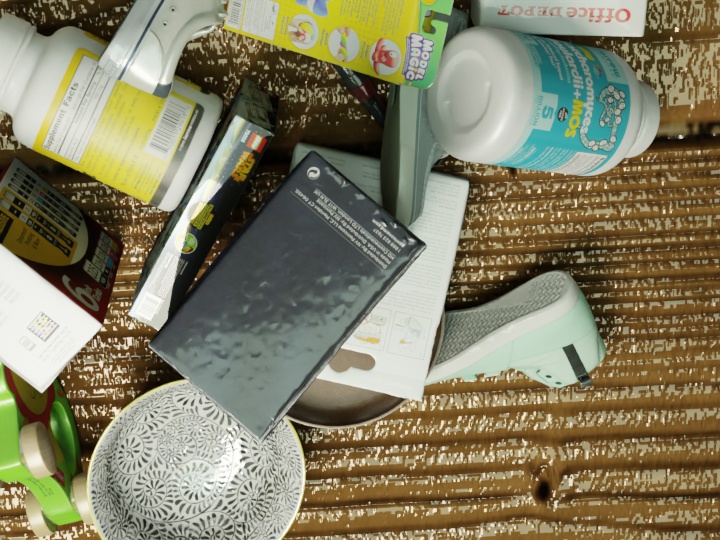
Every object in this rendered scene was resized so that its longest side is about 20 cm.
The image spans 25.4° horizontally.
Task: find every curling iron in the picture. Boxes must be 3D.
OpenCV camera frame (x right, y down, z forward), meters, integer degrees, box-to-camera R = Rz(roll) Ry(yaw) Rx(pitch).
[{"bbox_3d":[0.006,-0.171,1.405,0.050,0.026,0.200,-45,101,-8],"label":"curling iron"}]

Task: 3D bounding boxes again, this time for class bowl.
[{"bbox_3d":[-0.156,0.179,1.481,0.200,0.094,0.202,-3,107,-12],"label":"bowl"}]

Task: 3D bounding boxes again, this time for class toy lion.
[{"bbox_3d":[-0.300,0.119,1.435,0.068,0.192,0.200,-15,150,5],"label":"toy lion"}]

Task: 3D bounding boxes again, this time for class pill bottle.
[{"bbox_3d":[0.161,-0.139,1.345,0.199,0.111,0.111,3,114,-39],"label":"pill bottle"},{"bbox_3d":[-0.227,-0.140,1.362,0.199,0.111,0.112,26,107,-10],"label":"pill bottle"}]

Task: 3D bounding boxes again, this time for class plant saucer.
[{"bbox_3d":[-0.024,0.043,1.441,0.199,0.032,0.201,0,83,-3],"label":"plant saucer"}]

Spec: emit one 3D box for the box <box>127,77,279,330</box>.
[{"bbox_3d":[-0.134,-0.059,1.381,0.040,0.137,0.200,27,107,-11],"label":"box"}]

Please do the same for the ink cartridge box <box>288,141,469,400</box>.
[{"bbox_3d":[0.000,0.000,1.419,0.161,0.050,0.201,12,93,-2],"label":"ink cartridge box"}]

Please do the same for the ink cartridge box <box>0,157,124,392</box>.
[{"bbox_3d":[-0.300,-0.015,1.356,0.175,0.200,0.084,40,103,-16],"label":"ink cartridge box"}]

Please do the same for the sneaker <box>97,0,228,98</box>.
[{"bbox_3d":[-0.141,-0.233,1.327,0.071,0.073,0.200,33,79,-15],"label":"sneaker"}]

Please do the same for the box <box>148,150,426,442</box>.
[{"bbox_3d":[-0.060,0.019,1.292,0.123,0.200,0.199,39,88,-2],"label":"box"}]

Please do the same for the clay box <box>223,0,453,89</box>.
[{"bbox_3d":[-0.010,-0.230,1.323,0.199,0.048,0.115,20,110,20],"label":"clay box"}]

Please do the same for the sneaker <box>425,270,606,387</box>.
[{"bbox_3d":[0.129,0.087,1.478,0.200,0.074,0.118,-23,128,18],"label":"sneaker"}]

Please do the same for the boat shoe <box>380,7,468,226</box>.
[{"bbox_3d":[0.061,-0.134,1.370,0.071,0.070,0.202,7,84,-12],"label":"boat shoe"}]

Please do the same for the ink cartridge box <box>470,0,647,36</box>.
[{"bbox_3d":[0.170,-0.298,1.330,0.145,0.084,0.201,0,110,-2],"label":"ink cartridge box"}]
